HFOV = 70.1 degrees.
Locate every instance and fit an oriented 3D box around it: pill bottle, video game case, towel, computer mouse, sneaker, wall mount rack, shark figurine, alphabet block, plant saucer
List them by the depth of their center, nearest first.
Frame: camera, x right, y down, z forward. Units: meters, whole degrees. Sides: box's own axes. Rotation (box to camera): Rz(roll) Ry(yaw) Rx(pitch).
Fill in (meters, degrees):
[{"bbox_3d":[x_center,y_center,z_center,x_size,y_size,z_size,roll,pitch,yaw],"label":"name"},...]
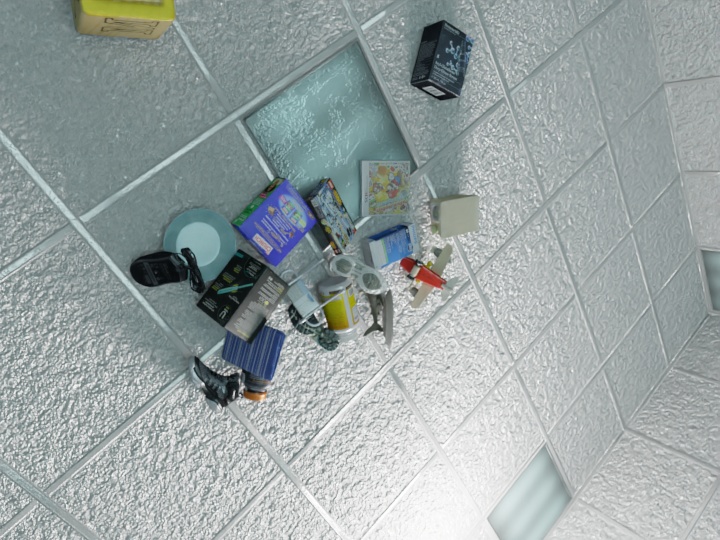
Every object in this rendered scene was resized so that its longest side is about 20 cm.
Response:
[{"bbox_3d":[-0.544,-0.647,1.154,0.194,0.199,0.199,-13,106,-30],"label":"alphabet block"},{"bbox_3d":[-0.505,-0.004,1.349,0.197,0.053,0.140,-3,123,10],"label":"computer mouse"},{"bbox_3d":[-0.447,-0.071,1.425,0.198,0.039,0.205,-6,102,-32],"label":"plant saucer"},{"bbox_3d":[-0.412,0.311,1.483,0.112,0.076,0.202,-22,118,-3],"label":"sneaker"},{"bbox_3d":[-0.311,0.218,1.486,0.024,0.198,0.147,12,94,-61],"label":"towel"},{"bbox_3d":[-0.301,0.286,1.548,0.105,0.106,0.203,10,93,-33],"label":"pill bottle"},{"bbox_3d":[-0.154,0.066,1.576,0.173,0.075,0.201,-36,93,-16],"label":"wall mount rack"},{"bbox_3d":[-0.159,0.186,1.642,0.200,0.086,0.078,45,74,-6],"label":"sneaker"},{"bbox_3d":[0.000,0.000,1.645,0.199,0.100,0.078,34,105,-11],"label":"sneaker"},{"bbox_3d":[-0.065,0.127,1.667,0.108,0.109,0.203,-21,110,-27],"label":"pill bottle"},{"bbox_3d":[0.084,-0.278,1.736,0.197,0.023,0.185,-7,103,-32],"label":"video game case"},{"bbox_3d":[0.035,0.108,1.764,0.088,0.129,0.217,1,118,-7],"label":"shark figurine"}]

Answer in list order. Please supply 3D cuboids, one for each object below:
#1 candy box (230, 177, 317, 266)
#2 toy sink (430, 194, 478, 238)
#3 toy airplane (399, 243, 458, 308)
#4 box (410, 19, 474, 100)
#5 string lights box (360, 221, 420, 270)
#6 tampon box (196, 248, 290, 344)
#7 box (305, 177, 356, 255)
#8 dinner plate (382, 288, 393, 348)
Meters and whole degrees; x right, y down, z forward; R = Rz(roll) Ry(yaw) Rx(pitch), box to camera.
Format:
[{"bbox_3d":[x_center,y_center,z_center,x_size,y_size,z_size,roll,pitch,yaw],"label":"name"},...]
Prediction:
[{"bbox_3d":[-0.250,-0.143,1.515,0.200,0.077,0.170,-49,122,-17],"label":"candy box"},{"bbox_3d":[0.322,-0.198,1.852,0.198,0.111,0.133,-15,107,-35],"label":"toy sink"},{"bbox_3d":[0.250,0.019,1.829,0.197,0.141,0.202,-17,107,-1],"label":"toy airplane"},{"bbox_3d":[0.274,-0.701,1.726,0.147,0.107,0.203,13,92,-33],"label":"box"},{"bbox_3d":[0.106,-0.085,1.765,0.198,0.059,0.104,-24,112,-27],"label":"string lights box"},{"bbox_3d":[-0.327,0.073,1.446,0.201,0.149,0.126,-55,142,-11],"label":"tampon box"},{"bbox_3d":[-0.086,-0.169,1.596,0.202,0.039,0.138,62,31,-25],"label":"box"},{"bbox_3d":[0.091,0.163,1.739,0.024,0.200,0.204,0,101,-4],"label":"dinner plate"}]
